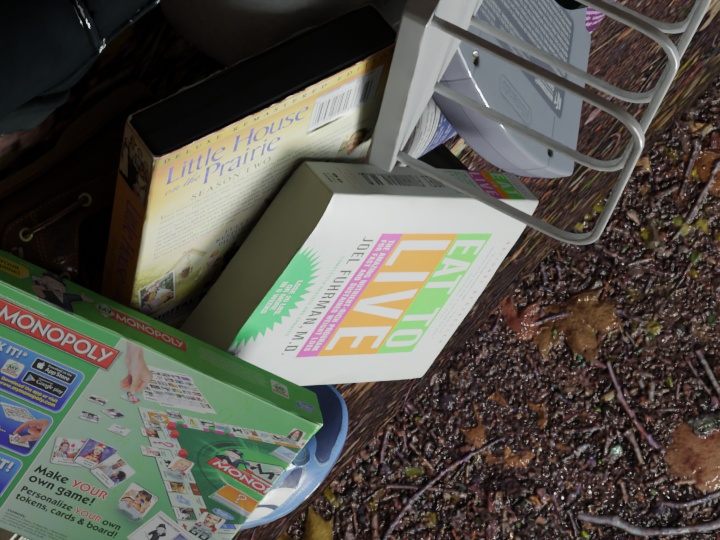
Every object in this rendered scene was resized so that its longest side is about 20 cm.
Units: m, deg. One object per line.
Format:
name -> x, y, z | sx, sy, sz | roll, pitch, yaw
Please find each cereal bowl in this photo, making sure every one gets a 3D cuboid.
cereal bowl -> -0.003, -0.172, 1.018 | 0.200, 0.083, 0.200 | -45, 171, -9

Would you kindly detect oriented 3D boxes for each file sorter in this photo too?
file sorter -> 0.106, -0.138, 1.004 | 0.139, 0.124, 0.201 | 106, 11, -64

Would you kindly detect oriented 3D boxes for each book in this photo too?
book -> 0.000, 0.000, 1.095 | 0.199, 0.048, 0.134 | -2, 135, -54

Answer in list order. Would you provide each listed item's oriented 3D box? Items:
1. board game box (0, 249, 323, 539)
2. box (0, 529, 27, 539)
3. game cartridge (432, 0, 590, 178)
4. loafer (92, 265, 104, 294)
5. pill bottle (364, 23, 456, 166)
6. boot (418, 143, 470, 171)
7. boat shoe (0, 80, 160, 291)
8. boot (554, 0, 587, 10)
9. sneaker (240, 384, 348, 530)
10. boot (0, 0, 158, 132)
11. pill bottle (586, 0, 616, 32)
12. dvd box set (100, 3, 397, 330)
board game box -> -0.137, 0.079, 1.017 | 0.135, 0.199, 0.029 | -52, -152, 23
box -> -0.245, 0.169, 1.382 | 0.068, 0.082, 0.200 | -46, 172, -5
game cartridge -> 0.081, -0.137, 1.176 | 0.200, 0.040, 0.134 | 42, 50, -55
loafer -> -0.168, 0.013, 1.106 | 0.200, 0.068, 0.076 | -50, -178, -28
pill bottle -> -0.009, -0.103, 1.183 | 0.200, 0.111, 0.111 | -34, 165, -49
boot -> 0.036, -0.065, 1.457 | 0.078, 0.138, 0.200 | -46, 172, 2
boat shoe -> -0.158, -0.015, 1.032 | 0.200, 0.070, 0.070 | -42, 166, -19
boot -> 0.190, -0.248, 1.150 | 0.167, 0.076, 0.201 | -19, 137, -26
sneaker -> -0.071, 0.103, 1.146 | 0.199, 0.074, 0.082 | -27, 159, -44
boot -> -0.108, -0.122, 0.736 | 0.168, 0.076, 0.200 | -45, 178, 16
pill bottle -> 0.127, -0.216, 1.307 | 0.112, 0.112, 0.200 | -34, 164, -51
dvd box set -> -0.061, -0.035, 1.019 | 0.146, 0.029, 0.200 | -29, 158, -26
